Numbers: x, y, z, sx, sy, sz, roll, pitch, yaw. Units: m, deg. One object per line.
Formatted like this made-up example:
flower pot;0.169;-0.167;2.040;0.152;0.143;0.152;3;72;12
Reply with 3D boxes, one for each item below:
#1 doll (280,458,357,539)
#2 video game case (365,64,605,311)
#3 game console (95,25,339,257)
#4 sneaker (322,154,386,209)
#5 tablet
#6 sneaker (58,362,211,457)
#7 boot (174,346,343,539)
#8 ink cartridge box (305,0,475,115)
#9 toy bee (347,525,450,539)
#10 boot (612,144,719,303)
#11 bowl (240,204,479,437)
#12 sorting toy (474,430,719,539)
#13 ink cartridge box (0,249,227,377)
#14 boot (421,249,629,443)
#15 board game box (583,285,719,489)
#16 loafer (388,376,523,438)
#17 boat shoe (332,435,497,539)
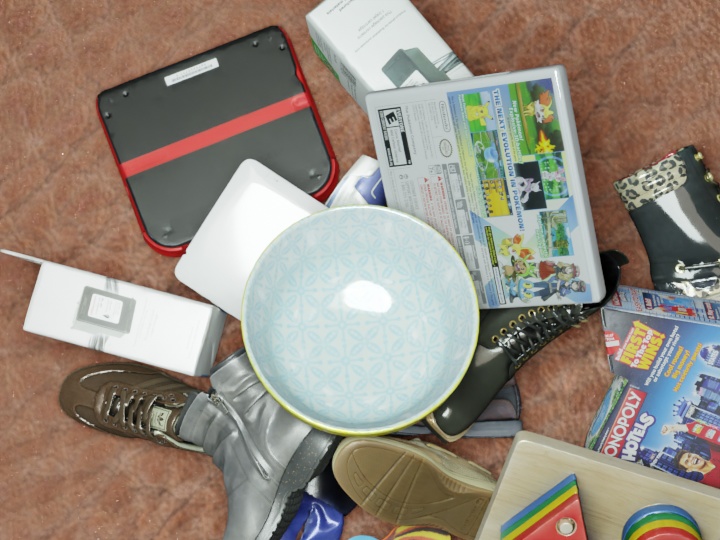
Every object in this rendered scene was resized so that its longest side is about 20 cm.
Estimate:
doll;-0.044;0.200;1.376;0.136;0.048;0.200;27;83;-16
video game case;0.105;-0.065;1.262;0.182;0.022;0.201;-4;106;31
game console;-0.135;-0.122;1.425;0.200;0.031;0.177;-21;80;-1
sneaker;0.000;0.001;1.389;0.115;0.081;0.200;28;93;0
tablet;-0.054;0.005;1.346;0.200;0.014;0.130;33;95;2
sneaker;-0.185;0.127;1.375;0.199;0.076;0.071;11;85;2
boot;-0.112;0.176;1.312;0.132;0.070;0.200;34;98;10
ink cartridge box;0.046;-0.167;1.365;0.083;0.147;0.200;-40;87;-2
toy bee;0.010;0.300;1.329;0.200;0.131;0.109;-35;62;-6
boot;0.348;-0.052;1.379;0.203;0.073;0.154;-24;90;3
bowl;-0.001;0.056;1.274;0.199;0.108;0.201;0;69;-1
sorting toy;0.201;0.266;1.307;0.199;0.070;0.199;17;112;-3
ink cartridge box;-0.231;0.041;1.365;0.199;0.116;0.067;15;86;3
boot;0.140;0.057;1.299;0.077;0.138;0.200;43;59;-24
board game box;0.286;0.101;1.349;0.199;0.062;0.200;22;112;-3
loafer;0.055;0.120;1.359;0.199;0.072;0.063;4;82;-21
boat shoe;0.052;0.188;1.331;0.200;0.065;0.071;28;106;-30
